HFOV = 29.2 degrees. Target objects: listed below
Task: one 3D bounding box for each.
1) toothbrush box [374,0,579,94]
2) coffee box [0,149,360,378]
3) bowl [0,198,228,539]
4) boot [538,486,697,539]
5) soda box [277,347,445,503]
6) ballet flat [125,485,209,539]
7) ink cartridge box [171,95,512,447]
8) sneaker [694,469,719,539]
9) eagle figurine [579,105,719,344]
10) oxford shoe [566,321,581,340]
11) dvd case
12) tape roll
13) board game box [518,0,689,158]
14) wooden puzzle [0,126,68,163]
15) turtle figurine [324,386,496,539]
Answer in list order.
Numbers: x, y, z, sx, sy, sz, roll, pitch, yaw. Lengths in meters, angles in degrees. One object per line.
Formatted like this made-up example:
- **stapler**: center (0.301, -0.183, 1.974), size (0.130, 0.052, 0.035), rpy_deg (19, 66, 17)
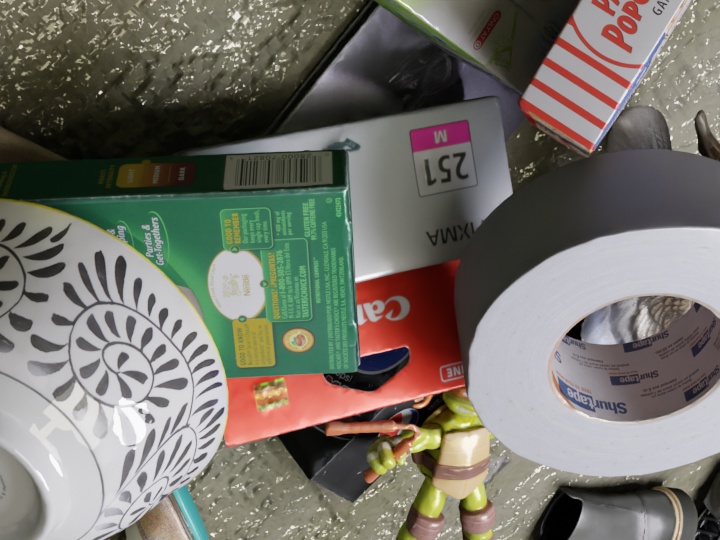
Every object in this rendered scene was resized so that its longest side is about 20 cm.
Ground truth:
- **toothbrush box**: center (0.047, -0.207, 0.732), size (0.199, 0.086, 0.146), rpy_deg (28, 98, -43)
- **coffee box**: center (-0.101, 0.000, 0.716), size (0.198, 0.044, 0.124), rpy_deg (-4, 127, 0)
- **bowl**: center (-0.172, 0.074, 0.674), size (0.199, 0.095, 0.202), rpy_deg (7, 127, 10)
- **boot**: center (0.191, 0.272, 1.184), size (0.137, 0.077, 0.202), rpy_deg (10, 102, -32)
- **soda box**: center (0.034, 0.059, 0.927), size (0.200, 0.063, 0.071), rpy_deg (-45, 145, 3)
- **ballet flat**: center (-0.123, 0.205, 0.941), size (0.067, 0.068, 0.201), rpy_deg (-26, 130, -4)
- **ink cartridge box**: center (0.000, 0.000, 0.812), size (0.198, 0.043, 0.175), rpy_deg (-12, 96, -20)
- **sneaker**: center (0.331, 0.219, 1.232), size (0.200, 0.066, 0.091), rpy_deg (-40, 131, -6)
- **eagle figurine**: center (0.218, -0.007, 0.904), size (0.150, 0.152, 0.200), rpy_deg (-3, 154, -12)
- **oxford shoe**: center (0.163, 0.012, 0.971), size (0.200, 0.074, 0.071), rpy_deg (-44, 133, -2)
- **dvd case**: center (0.004, -0.064, 0.861), size (0.200, 0.016, 0.148), rpy_deg (-50, 133, 8)
- **tape roll**: center (0.155, 0.029, 0.790), size (0.198, 0.067, 0.202), rpy_deg (-2, 132, -2)
- **board game box**: center (0.146, -0.137, 0.748), size (0.152, 0.046, 0.200), rpy_deg (-58, 174, 7)
- **wooden puzzle**: center (-0.190, 0.027, 0.781), size (0.199, 0.037, 0.186), rpy_deg (28, 105, -36)
- **turtle figurine**: center (0.054, 0.131, 0.909), size (0.198, 0.064, 0.163), rpy_deg (-8, 118, -30)
